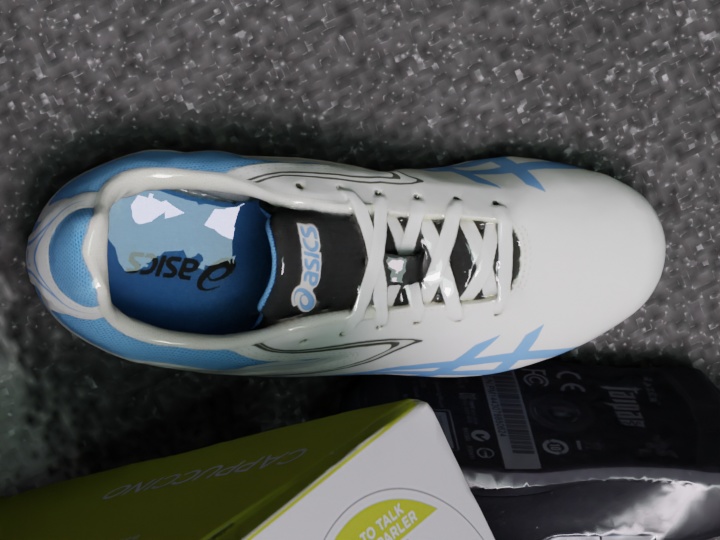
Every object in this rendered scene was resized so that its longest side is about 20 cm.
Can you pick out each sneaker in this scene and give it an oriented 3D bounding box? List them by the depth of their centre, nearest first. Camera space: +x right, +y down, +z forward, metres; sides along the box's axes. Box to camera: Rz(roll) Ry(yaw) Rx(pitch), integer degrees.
[{"bbox_3d":[0.000,0.000,0.889,0.199,0.072,0.072,-1,97,-14],"label":"sneaker"}]

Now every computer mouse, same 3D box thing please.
[{"bbox_3d":[0.096,0.079,0.912,0.199,0.141,0.046,0,123,-14],"label":"computer mouse"}]

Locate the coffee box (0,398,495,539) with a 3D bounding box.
[{"bbox_3d":[-0.064,0.176,0.809,0.200,0.199,0.198,-36,104,-44],"label":"coffee box"}]
